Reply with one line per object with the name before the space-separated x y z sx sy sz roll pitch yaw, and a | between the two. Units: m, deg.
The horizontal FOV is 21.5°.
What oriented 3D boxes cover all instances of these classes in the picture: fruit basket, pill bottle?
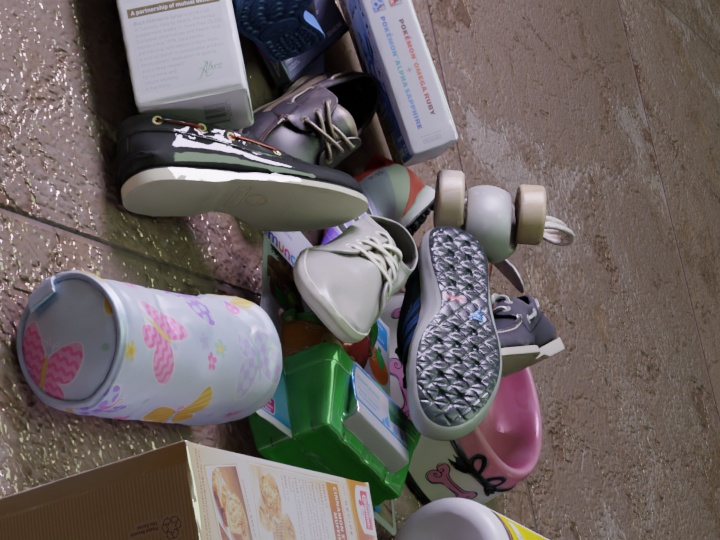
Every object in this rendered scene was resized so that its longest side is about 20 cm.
fruit basket | -0.017 0.069 1.397 0.185 0.093 0.201 48 35 -39
pill bottle | 0.111 0.256 1.513 0.200 0.109 0.110 33 44 -52

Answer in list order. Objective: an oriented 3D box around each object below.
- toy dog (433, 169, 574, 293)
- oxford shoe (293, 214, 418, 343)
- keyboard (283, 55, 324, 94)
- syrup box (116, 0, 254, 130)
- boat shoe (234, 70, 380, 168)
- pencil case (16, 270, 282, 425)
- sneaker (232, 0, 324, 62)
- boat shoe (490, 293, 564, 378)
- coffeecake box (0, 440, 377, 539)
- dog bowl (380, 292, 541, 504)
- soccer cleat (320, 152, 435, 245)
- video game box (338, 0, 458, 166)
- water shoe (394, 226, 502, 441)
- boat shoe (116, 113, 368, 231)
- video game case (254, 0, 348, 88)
toy dog | 0.101 -0.015 1.595 0.200 0.131 0.097 42 54 -68
oxford shoe | 0.000 0.000 1.372 0.075 0.058 0.200 53 17 -3
keyboard | -0.050 -0.177 1.615 0.056 0.011 0.201 36 41 -43
syrup box | -0.134 -0.201 1.346 0.079 0.081 0.202 89 -10 -74
boat shoe | -0.040 -0.113 1.500 0.075 0.073 0.200 58 32 -18
pencil case | -0.129 0.049 1.201 0.200 0.083 0.091 10 60 -62
sneaker | -0.072 -0.221 1.442 0.200 0.070 0.078 75 -8 -80
boat shoe | 0.112 0.053 1.543 0.063 0.072 0.200 66 19 8
coffeecake box | -0.101 0.163 1.093 0.200 0.153 0.074 22 53 -58
dog bowl | 0.087 0.105 1.614 0.200 0.073 0.201 45 35 -44
soccer cleat | -0.003 -0.039 1.562 0.073 0.068 0.200 42 34 5
video game box | 0.027 -0.182 1.604 0.200 0.046 0.184 160 -87 -87
water shoe | 0.063 0.060 1.429 0.071 0.079 0.201 17 46 -10
boat shoe | -0.080 -0.069 1.337 0.200 0.074 0.064 7 59 -34
video game case | -0.083 -0.266 1.584 0.201 0.019 0.143 63 29 -14
